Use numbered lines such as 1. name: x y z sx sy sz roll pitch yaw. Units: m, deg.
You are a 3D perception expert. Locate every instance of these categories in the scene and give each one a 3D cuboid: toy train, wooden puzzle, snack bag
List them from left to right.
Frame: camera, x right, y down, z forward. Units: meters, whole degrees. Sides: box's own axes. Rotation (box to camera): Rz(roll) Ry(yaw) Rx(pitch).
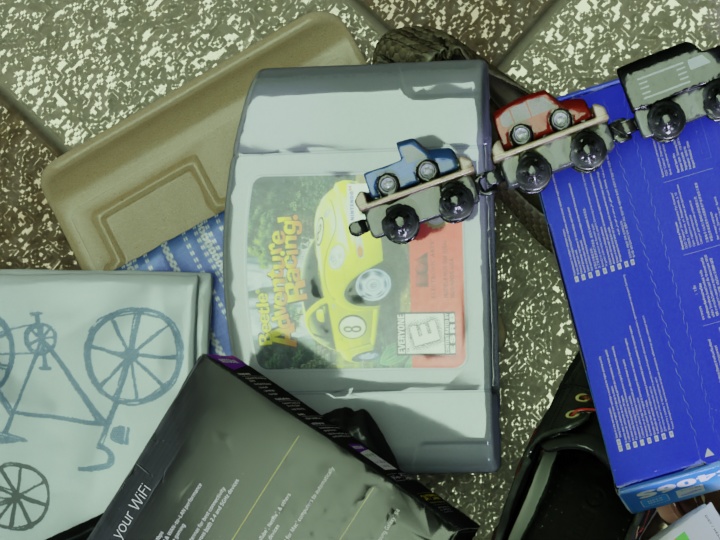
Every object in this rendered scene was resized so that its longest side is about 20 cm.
1. snack bag: -0.166 0.099 1.345 0.187 0.021 0.201 0 89 10
2. wooden puzzle: -0.045 -0.006 1.376 0.185 0.046 0.201 -29 86 9
3. toy train: 0.085 -0.062 1.238 0.199 0.034 0.046 -21 88 3

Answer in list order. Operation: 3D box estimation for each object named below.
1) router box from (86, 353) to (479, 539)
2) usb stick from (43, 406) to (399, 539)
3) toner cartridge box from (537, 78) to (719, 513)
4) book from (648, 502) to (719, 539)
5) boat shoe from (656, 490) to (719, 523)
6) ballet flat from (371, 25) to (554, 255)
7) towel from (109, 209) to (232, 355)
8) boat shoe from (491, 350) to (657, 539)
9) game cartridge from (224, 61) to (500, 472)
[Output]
1. router box: -0.060 0.161 1.222 0.149 0.051 0.201 34 94 15
2. usb stick: -0.075 0.125 1.285 0.199 0.033 0.056 -25 103 18
3. toner cartridge box: 0.145 0.006 1.251 0.094 0.043 0.201 -17 68 11
4. book: 0.121 0.206 1.155 0.134 0.200 0.048 56 138 6
5. boat shoe: 0.189 0.027 1.294 0.070 0.070 0.201 -6 76 39
6. ballet flat: 0.091 -0.060 1.331 0.200 0.046 0.067 37 70 2
7. towel: -0.055 0.042 1.342 0.199 0.024 0.145 -28 88 9
8. boat shoe: 0.119 0.095 1.298 0.073 0.063 0.202 22 68 10
9. game cartridge: 0.000 0.000 1.295 0.132 0.041 0.201 -2 93 15
